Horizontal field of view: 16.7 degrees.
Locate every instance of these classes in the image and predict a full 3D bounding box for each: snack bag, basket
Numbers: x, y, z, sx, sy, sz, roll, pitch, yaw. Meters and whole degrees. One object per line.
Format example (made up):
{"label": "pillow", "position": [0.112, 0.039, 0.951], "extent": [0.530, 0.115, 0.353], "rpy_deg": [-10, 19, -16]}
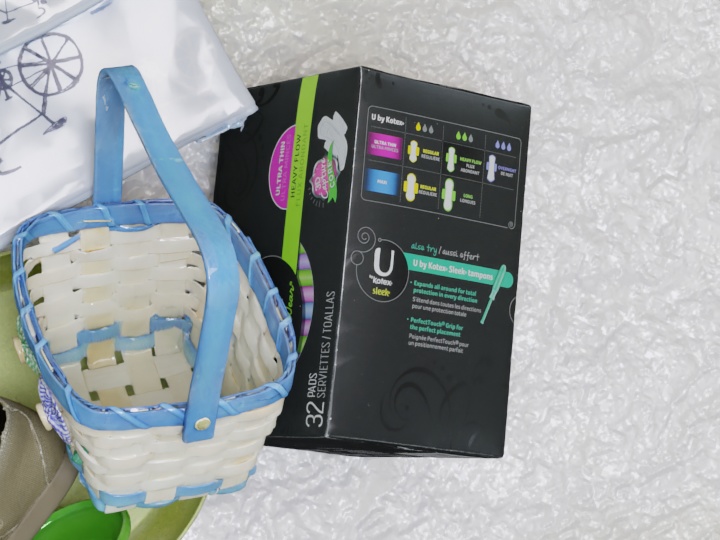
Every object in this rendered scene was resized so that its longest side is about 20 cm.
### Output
{"label": "snack bag", "position": [-0.177, -0.129, 1.333], "extent": [0.188, 0.021, 0.201], "rpy_deg": [-29, 96, -17]}
{"label": "basket", "position": [-0.108, 0.018, 1.281], "extent": [0.138, 0.177, 0.201], "rpy_deg": [-5, 131, -23]}

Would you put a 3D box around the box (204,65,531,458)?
{"label": "box", "position": [0.000, 0.000, 1.375], "extent": [0.124, 0.148, 0.202], "rpy_deg": [9, 82, -34]}

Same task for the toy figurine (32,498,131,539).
{"label": "toy figurine", "position": [-0.158, 0.257, 1.336], "extent": [0.200, 0.150, 0.185], "rpy_deg": [-47, 122, -30]}

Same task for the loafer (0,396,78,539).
{"label": "loafer", "position": [-0.225, 0.147, 1.298], "extent": [0.068, 0.076, 0.201], "rpy_deg": [54, 50, -32]}

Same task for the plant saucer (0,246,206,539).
{"label": "plant saucer", "position": [-0.178, 0.088, 1.390], "extent": [0.198, 0.031, 0.202], "rpy_deg": [2, 85, -17]}

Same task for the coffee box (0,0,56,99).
{"label": "coffee box", "position": [-0.251, -0.196, 1.368], "extent": [0.200, 0.080, 0.113], "rpy_deg": [39, 77, -10]}
